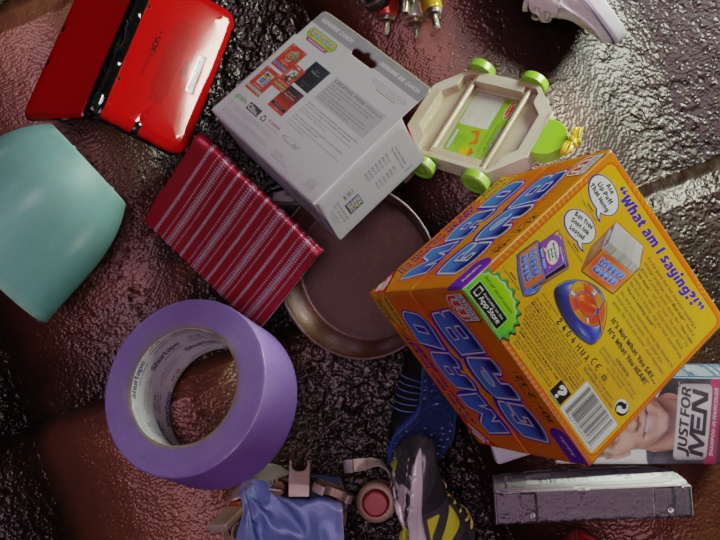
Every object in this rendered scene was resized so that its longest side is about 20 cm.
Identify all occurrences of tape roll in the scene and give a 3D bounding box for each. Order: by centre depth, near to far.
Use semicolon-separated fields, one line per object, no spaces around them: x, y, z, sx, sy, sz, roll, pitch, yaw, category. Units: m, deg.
-0.177;0.139;1.190;0.200;0.085;0.200;-8;67;20;tape roll

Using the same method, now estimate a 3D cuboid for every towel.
-0.150;-0.045;1.231;0.200;0.022;0.145;44;122;7;towel

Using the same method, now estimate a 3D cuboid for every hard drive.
0.241;0.238;1.144;0.200;0.140;0.038;-5;87;7;hard drive

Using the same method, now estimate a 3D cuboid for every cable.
0.054;-0.369;1.252;0.097;0.050;0.200;0;75;24;cable

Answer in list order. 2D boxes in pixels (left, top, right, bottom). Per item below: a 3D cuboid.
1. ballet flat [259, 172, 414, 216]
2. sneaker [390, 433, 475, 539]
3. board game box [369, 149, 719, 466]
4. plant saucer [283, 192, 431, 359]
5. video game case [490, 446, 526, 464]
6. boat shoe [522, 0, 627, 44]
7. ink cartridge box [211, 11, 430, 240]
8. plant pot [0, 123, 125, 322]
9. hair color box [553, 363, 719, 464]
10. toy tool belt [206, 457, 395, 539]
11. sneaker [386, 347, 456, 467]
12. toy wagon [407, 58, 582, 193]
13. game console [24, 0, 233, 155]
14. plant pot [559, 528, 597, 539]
-0.026;-0.099;1.231;0.200;0.057;0.067;-18;87;6;ballet flat
0.084;0.268;1.186;0.084;0.074;0.200;-8;111;-13;sneaker
0.173;0.035;1.022;0.200;0.200;0.200;-41;102;-19;board game box
0.000;0.000;1.210;0.200;0.034;0.201;5;101;24;plant saucer
0.207;0.096;1.181;0.182;0.023;0.200;-18;100;1;video game case
0.212;-0.314;1.211;0.065;0.074;0.200;-47;73;8;boat shoe
-0.032;-0.164;1.177;0.176;0.084;0.200;-43;56;-4;ink cartridge box
-0.366;-0.068;1.208;0.161;0.201;0.201;-43;84;-8;plant pot
0.305;0.154;1.155;0.200;0.061;0.100;1;101;-2;hair color box
-0.060;0.270;1.187;0.200;0.123;0.125;-5;87;6;toy tool belt
0.074;0.137;1.184;0.070;0.078;0.200;10;128;-11;sneaker
0.150;-0.153;1.176;0.200;0.040;0.155;20;68;31;toy wagon
-0.269;-0.240;1.257;0.172;0.119;0.200;25;69;-22;game console
0.227;0.401;1.111;0.182;0.200;0.200;-43;84;7;plant pot
